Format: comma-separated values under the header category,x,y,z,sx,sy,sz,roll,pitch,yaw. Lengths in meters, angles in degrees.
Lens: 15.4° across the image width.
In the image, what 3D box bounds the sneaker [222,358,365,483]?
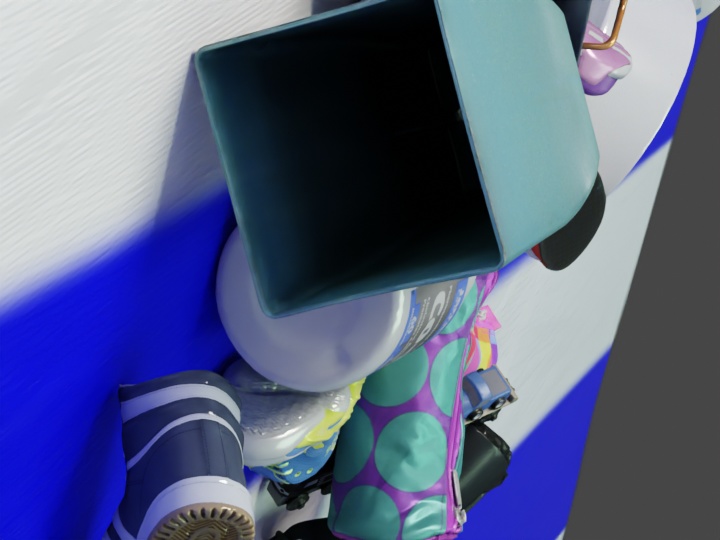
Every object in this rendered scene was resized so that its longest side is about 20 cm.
category,x,y,z,sx,sy,sz,roll,pitch,yaw
sneaker,-0.042,0.097,1.603,0.200,0.076,0.105,-44,151,-63

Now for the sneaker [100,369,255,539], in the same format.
category,x,y,z,sx,sy,sz,roll,pitch,yaw
sneaker,-0.110,0.131,1.400,0.200,0.070,0.109,126,-36,-46

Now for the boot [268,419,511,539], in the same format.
category,x,y,z,sx,sy,sz,roll,pitch,yaw
boot,0.023,0.159,1.820,0.168,0.076,0.200,-46,167,-2

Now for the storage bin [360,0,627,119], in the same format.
category,x,y,z,sx,sy,sz,roll,pitch,yaw
storage bin,0.085,-0.191,1.502,0.200,0.145,0.135,97,7,-50

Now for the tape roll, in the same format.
category,x,y,z,sx,sy,sz,roll,pitch,yaw
tape roll,0.134,-0.124,1.776,0.203,0.071,0.203,-49,-158,27

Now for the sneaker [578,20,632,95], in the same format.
category,x,y,z,sx,sy,sz,roll,pitch,yaw
sneaker,0.095,-0.136,1.665,0.080,0.200,0.089,35,92,-31

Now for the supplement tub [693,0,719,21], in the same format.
category,x,y,z,sx,sy,sz,roll,pitch,yaw
supplement tub,0.222,-0.278,1.988,0.200,0.132,0.132,77,35,-66

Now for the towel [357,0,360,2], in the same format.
category,x,y,z,sx,sy,sz,roll,pitch,yaw
towel,0.023,-0.175,1.608,0.145,0.024,0.200,-50,158,-58

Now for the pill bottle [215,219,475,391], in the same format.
category,x,y,z,sx,sy,sz,roll,pitch,yaw
pill bottle,0.000,0.000,1.554,0.200,0.113,0.114,-23,131,-71

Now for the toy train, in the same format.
category,x,y,z,sx,sy,sz,roll,pitch,yaw
toy train,0.025,0.106,1.771,0.200,0.034,0.046,-22,155,-30

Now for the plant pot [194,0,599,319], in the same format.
category,x,y,z,sx,sy,sz,roll,pitch,yaw
plant pot,0.037,-0.076,1.384,0.200,0.141,0.142,-24,100,-60

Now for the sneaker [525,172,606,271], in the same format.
category,x,y,z,sx,sy,sz,roll,pitch,yaw
sneaker,0.079,-0.072,1.656,0.067,0.108,0.201,-54,151,-2

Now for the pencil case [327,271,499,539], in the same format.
category,x,y,z,sx,sy,sz,roll,pitch,yaw
pencil case,0.036,0.077,1.697,0.085,0.092,0.201,14,83,-67

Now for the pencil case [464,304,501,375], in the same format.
category,x,y,z,sx,sy,sz,roll,pitch,yaw
pencil case,0.041,0.048,1.841,0.200,0.088,0.089,14,95,-76
